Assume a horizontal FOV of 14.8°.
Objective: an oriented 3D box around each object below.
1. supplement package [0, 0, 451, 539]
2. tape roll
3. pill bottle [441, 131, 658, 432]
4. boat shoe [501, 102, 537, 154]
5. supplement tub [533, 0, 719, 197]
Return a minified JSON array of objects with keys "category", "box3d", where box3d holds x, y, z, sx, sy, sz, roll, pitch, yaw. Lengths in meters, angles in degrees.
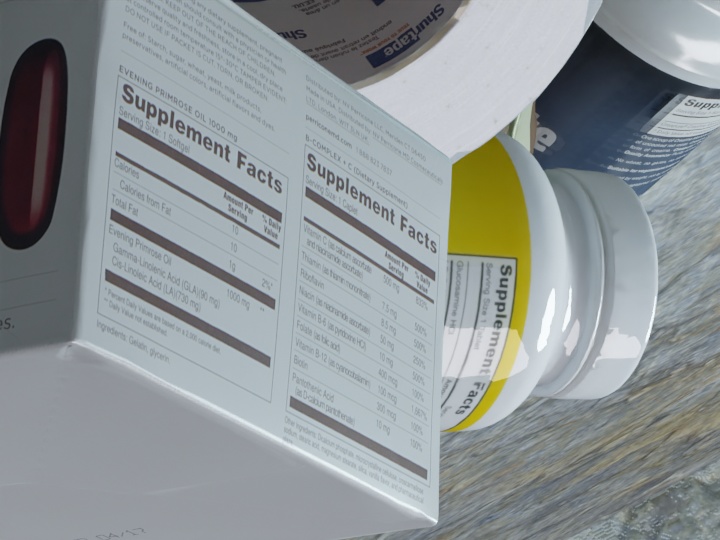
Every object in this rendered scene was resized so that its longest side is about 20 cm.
[{"category":"supplement package","box3d":[-0.101,0.008,0.743,0.200,0.111,0.156,-12,153,32]},{"category":"tape roll","box3d":[-0.018,-0.114,0.851,0.200,0.066,0.201,-15,131,-18]},{"category":"pill bottle","box3d":[0.000,0.000,0.989,0.199,0.113,0.112,4,151,-26]},{"category":"boat shoe","box3d":[0.033,-0.092,1.045,0.075,0.075,0.203,-26,129,-42]},{"category":"supplement tub","box3d":[0.100,-0.110,1.134,0.140,0.141,0.200,-16,160,-43]}]
